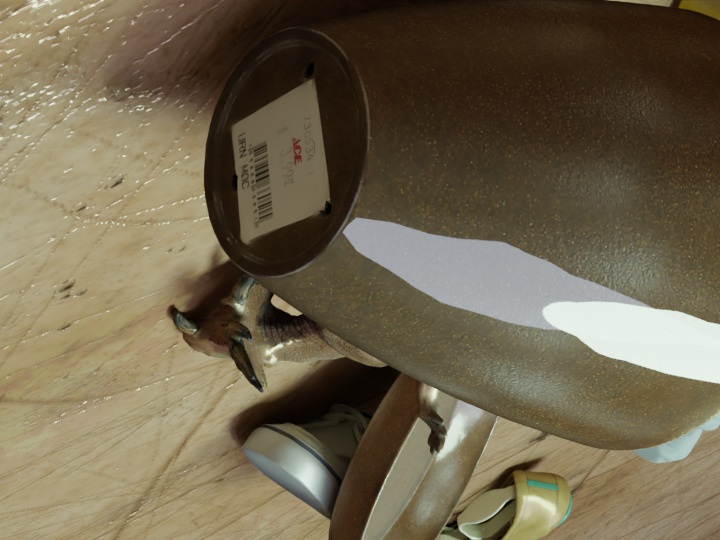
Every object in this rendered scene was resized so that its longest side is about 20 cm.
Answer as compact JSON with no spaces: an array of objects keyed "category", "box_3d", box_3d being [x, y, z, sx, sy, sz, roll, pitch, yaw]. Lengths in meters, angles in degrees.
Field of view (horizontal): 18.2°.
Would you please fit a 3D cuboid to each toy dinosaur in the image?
[{"category":"toy dinosaur","box_3d":[0.000,0.000,1.068,0.135,0.086,0.201,19,122,-19]}]

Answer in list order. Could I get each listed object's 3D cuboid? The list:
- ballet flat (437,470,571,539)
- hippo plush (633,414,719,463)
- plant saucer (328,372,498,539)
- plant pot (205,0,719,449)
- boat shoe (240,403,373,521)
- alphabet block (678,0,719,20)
[{"category":"ballet flat","box_3d":[0.096,0.223,1.890,0.063,0.069,0.200,19,133,-30]},{"category":"hippo plush","box_3d":[0.197,0.008,1.344,0.161,0.159,0.200,-55,-169,-19]},{"category":"plant saucer","box_3d":[0.034,0.113,1.373,0.201,0.034,0.201,-54,161,-27]},{"category":"plant pot","box_3d":[0.043,-0.030,0.889,0.199,0.188,0.187,9,141,-42]},{"category":"boat shoe","box_3d":[-0.016,0.114,1.392,0.070,0.071,0.200,-55,160,-6]},{"category":"alphabet block","box_3d":[0.285,-0.047,1.080,0.199,0.195,0.197,-22,127,-20]}]
